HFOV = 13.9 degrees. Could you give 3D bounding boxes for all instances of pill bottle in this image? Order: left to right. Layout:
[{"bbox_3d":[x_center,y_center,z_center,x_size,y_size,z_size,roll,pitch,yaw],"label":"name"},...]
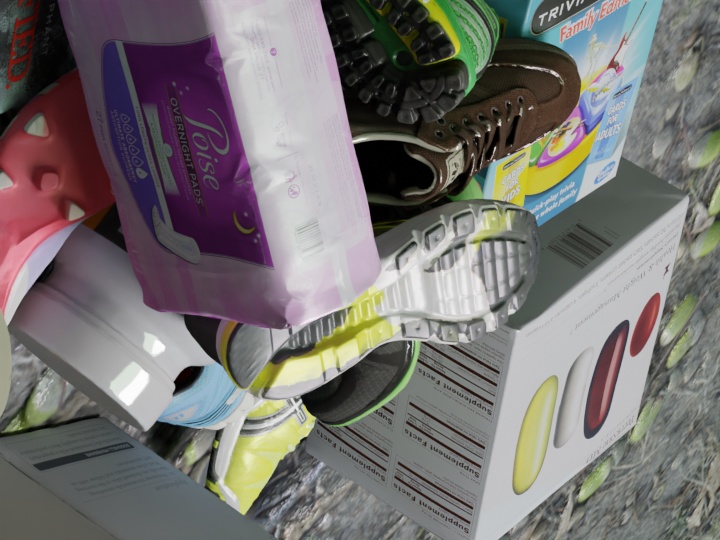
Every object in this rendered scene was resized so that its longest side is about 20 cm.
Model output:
[{"bbox_3d":[-0.089,-0.023,1.533,0.200,0.116,0.116,-53,155,-10],"label":"pill bottle"}]

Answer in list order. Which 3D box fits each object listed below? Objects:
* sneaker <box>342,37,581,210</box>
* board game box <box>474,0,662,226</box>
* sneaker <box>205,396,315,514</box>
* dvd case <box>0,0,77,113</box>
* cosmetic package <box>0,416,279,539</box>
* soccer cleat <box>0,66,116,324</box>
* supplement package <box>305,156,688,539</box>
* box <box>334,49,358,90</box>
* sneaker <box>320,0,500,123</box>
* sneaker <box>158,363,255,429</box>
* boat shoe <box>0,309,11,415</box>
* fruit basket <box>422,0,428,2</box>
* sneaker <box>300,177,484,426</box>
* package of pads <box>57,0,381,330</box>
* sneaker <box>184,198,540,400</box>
[{"bbox_3d":[0.036,-0.061,1.480,0.200,0.076,0.071,-15,132,-26],"label":"sneaker"},{"bbox_3d":[0.103,-0.113,1.614,0.151,0.047,0.200,-33,146,-43],"label":"board game box"},{"bbox_3d":[-0.031,0.062,1.745,0.200,0.076,0.075,-64,-176,1],"label":"sneaker"},{"bbox_3d":[-0.162,-0.138,1.377,0.200,0.022,0.146,-31,144,-47],"label":"dvd case"},{"bbox_3d":[-0.138,0.221,1.632,0.123,0.200,0.200,-8,127,-59],"label":"cosmetic package"},{"bbox_3d":[-0.168,-0.027,1.443,0.200,0.067,0.076,-54,-164,-2],"label":"soccer cleat"},{"bbox_3d":[0.086,0.036,1.892,0.191,0.147,0.200,-36,147,-39],"label":"supplement package"},{"bbox_3d":[0.050,-0.152,1.651,0.148,0.104,0.200,-52,155,-10],"label":"box"},{"bbox_3d":[-0.009,-0.165,1.451,0.078,0.200,0.085,-34,-174,34],"label":"sneaker"},{"bbox_3d":[-0.073,0.006,1.648,0.090,0.078,0.200,-5,123,-56],"label":"sneaker"},{"bbox_3d":[-0.220,0.007,1.343,0.074,0.063,0.201,-42,137,-12],"label":"boat shoe"},{"bbox_3d":[-0.001,-0.244,1.316,0.185,0.094,0.200,-91,163,-57],"label":"fruit basket"},{"bbox_3d":[-0.002,0.009,1.602,0.084,0.077,0.200,-13,143,-33],"label":"sneaker"},{"bbox_3d":[-0.067,-0.078,1.363,0.076,0.120,0.200,-29,114,-37],"label":"package of pads"},{"bbox_3d":[0.000,0.000,1.479,0.200,0.085,0.075,-17,118,-31],"label":"sneaker"}]
